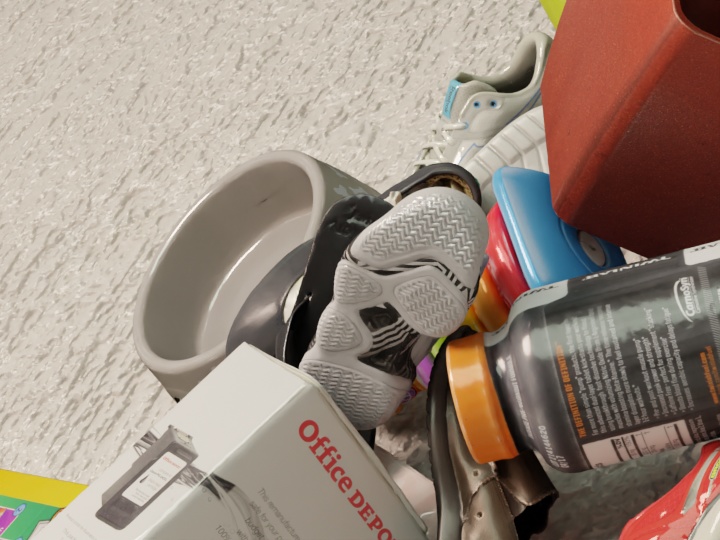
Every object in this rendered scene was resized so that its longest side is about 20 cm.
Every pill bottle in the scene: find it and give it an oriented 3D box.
[{"bbox_3d":[0.150,0.049,1.544,0.200,0.106,0.106,-14,38,9],"label":"pill bottle"}]

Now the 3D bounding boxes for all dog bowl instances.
[{"bbox_3d":[-0.071,0.007,1.871,0.200,0.059,0.200,-33,35,27],"label":"dog bowl"}]

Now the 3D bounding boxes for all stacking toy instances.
[{"bbox_3d":[0.066,0.038,1.725,0.200,0.116,0.110,-35,55,26],"label":"stacking toy"}]

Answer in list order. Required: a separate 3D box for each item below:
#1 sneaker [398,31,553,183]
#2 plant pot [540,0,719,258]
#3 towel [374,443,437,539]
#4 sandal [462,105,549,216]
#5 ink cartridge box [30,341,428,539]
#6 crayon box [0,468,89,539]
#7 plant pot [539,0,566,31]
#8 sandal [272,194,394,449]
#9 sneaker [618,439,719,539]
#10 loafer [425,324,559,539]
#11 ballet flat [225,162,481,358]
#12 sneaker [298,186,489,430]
[{"bbox_3d":[0.066,-0.084,1.883,0.200,0.087,0.075,-44,37,-10],"label":"sneaker"},{"bbox_3d":[0.211,-0.106,1.664,0.176,0.200,0.200,-53,24,35],"label":"plant pot"},{"bbox_3d":[-0.054,0.181,1.715,0.200,0.032,0.191,-43,35,-12],"label":"towel"},{"bbox_3d":[0.103,-0.048,1.836,0.202,0.050,0.083,-31,79,11],"label":"sandal"},{"bbox_3d":[-0.080,0.163,1.602,0.200,0.145,0.083,-43,33,-12],"label":"ink cartridge box"},{"bbox_3d":[-0.240,0.221,1.767,0.200,0.058,0.172,-51,26,-20],"label":"crayon box"},{"bbox_3d":[0.211,-0.225,1.807,0.182,0.199,0.200,-61,24,23],"label":"plant pot"},{"bbox_3d":[-0.023,0.050,1.698,0.076,0.043,0.200,9,85,17],"label":"sandal"},{"bbox_3d":[0.160,0.175,1.504,0.200,0.077,0.085,-49,33,-11],"label":"sneaker"},{"bbox_3d":[0.079,0.127,1.614,0.071,0.073,0.200,-6,69,10],"label":"loafer"},{"bbox_3d":[0.000,0.000,1.763,0.200,0.073,0.073,-39,35,-15],"label":"ballet flat"},{"bbox_3d":[0.031,-0.003,1.589,0.115,0.075,0.200,-60,-1,-41],"label":"sneaker"}]
